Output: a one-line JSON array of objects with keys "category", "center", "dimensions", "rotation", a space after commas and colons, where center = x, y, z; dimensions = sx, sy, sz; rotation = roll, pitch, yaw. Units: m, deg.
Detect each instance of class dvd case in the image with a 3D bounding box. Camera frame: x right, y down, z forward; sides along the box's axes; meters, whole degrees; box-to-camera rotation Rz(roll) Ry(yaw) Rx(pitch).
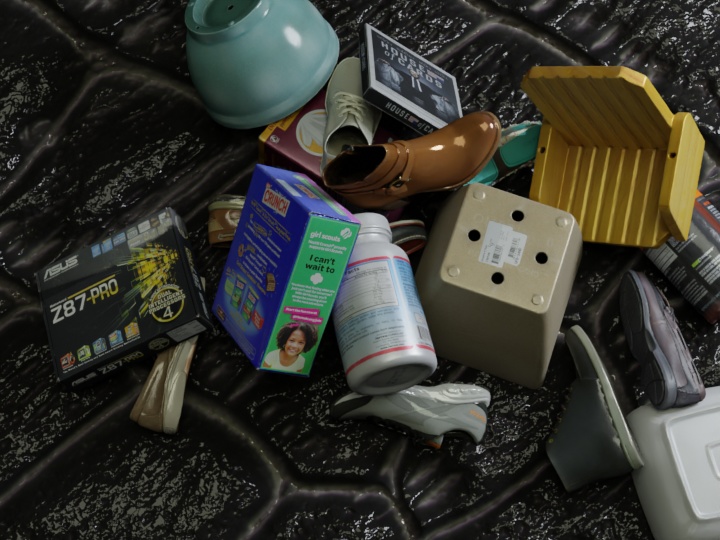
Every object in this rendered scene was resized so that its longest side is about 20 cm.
[{"category": "dvd case", "center": [0.065, -0.235, 1.705], "dimensions": [0.150, 0.025, 0.200], "rotation": [28, 29, -19]}]

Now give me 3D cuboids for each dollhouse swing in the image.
[{"category": "dollhouse swing", "center": [0.289, -0.137, 1.625], "dimensions": [0.199, 0.176, 0.183], "rotation": [7, 84, 38]}]

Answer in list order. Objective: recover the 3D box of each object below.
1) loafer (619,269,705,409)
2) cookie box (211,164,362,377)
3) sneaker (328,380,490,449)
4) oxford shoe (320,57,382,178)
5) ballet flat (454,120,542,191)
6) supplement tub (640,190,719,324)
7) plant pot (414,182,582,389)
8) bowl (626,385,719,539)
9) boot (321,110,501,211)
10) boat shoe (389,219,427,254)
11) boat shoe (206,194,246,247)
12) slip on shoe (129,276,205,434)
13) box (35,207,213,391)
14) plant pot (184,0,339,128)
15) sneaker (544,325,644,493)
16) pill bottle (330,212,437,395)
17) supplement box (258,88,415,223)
[{"category": "loafer", "center": [0.375, 0.087, 1.657], "dimensions": [0.063, 0.072, 0.201], "rotation": [1, 51, -13]}, {"category": "cookie box", "center": [-0.092, -0.002, 1.581], "dimensions": [0.075, 0.171, 0.201], "rotation": [9, 109, -30]}, {"category": "sneaker", "center": [0.061, 0.177, 1.619], "dimensions": [0.199, 0.074, 0.080], "rotation": [1, 75, -2]}, {"category": "oxford shoe", "center": [-0.011, -0.193, 1.663], "dimensions": [0.075, 0.058, 0.201], "rotation": [9, 58, 0]}, {"category": "ballet flat", "center": [0.163, -0.142, 1.726], "dimensions": [0.199, 0.064, 0.076], "rotation": [-17, 86, -26]}, {"category": "supplement tub", "center": [0.422, -0.037, 1.693], "dimensions": [0.107, 0.107, 0.200], "rotation": [-36, 75, -14]}, {"category": "plant pot", "center": [0.170, 0.003, 1.631], "dimensions": [0.199, 0.177, 0.201], "rotation": [19, 70, 4]}, {"category": "bowl", "center": [0.437, 0.235, 1.613], "dimensions": [0.199, 0.075, 0.201], "rotation": [-11, 69, -7]}, {"category": "boot", "center": [0.059, -0.138, 1.560], "dimensions": [0.199, 0.155, 0.077], "rotation": [-24, 73, 21]}, {"category": "boat shoe", "center": [0.000, 0.000, 1.678], "dimensions": [0.199, 0.071, 0.063], "rotation": [-25, 62, -6]}, {"category": "boat shoe", "center": [-0.101, -0.047, 1.699], "dimensions": [0.199, 0.076, 0.074], "rotation": [6, 76, 7]}, {"category": "slip on shoe", "center": [-0.235, 0.100, 1.635], "dimensions": [0.060, 0.076, 0.201], "rotation": [12, 77, -5]}, {"category": "box", "center": [-0.291, 0.035, 1.624], "dimensions": [0.199, 0.049, 0.162], "rotation": [-24, 60, 11]}, {"category": "plant pot", "center": [-0.145, -0.303, 1.708], "dimensions": [0.199, 0.134, 0.201], "rotation": [-16, 48, 18]}, {"category": "sneaker", "center": [0.263, 0.167, 1.630], "dimensions": [0.106, 0.075, 0.201], "rotation": [-24, 58, 11]}, {"category": "pill bottle", "center": [0.016, 0.038, 1.575], "dimensions": [0.108, 0.109, 0.201], "rotation": [-11, 66, -6]}, {"category": "supplement box", "center": [-0.022, -0.142, 1.724], "dimensions": [0.200, 0.086, 0.111], "rotation": [33, 72, 9]}]
